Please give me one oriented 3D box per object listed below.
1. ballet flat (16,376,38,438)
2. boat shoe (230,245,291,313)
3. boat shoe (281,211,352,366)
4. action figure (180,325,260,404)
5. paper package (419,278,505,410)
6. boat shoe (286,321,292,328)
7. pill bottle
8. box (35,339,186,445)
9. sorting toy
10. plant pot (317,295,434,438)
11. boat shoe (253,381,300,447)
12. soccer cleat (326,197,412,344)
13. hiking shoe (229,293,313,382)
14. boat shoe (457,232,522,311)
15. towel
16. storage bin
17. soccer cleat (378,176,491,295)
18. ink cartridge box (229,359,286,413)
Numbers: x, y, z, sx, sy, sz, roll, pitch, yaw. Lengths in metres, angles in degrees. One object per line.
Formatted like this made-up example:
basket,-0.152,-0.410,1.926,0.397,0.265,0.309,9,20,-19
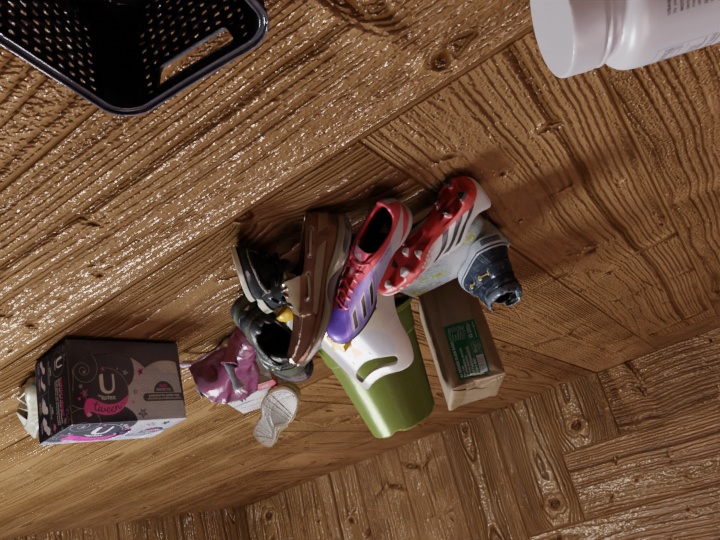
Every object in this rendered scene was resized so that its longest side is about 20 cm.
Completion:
ballet flat,-0.556,0.228,1.147,0.061,0.069,0.200,24,138,-17
boat shoe,-0.121,0.008,0.899,0.064,0.076,0.200,-18,158,0
boat shoe,-0.070,0.020,0.862,0.070,0.206,0.076,14,-175,-17
action figure,-0.203,0.138,1.151,0.133,0.149,0.202,-19,148,-50
paper package,0.180,0.132,1.232,0.101,0.205,0.191,-16,157,0
boat shoe,-0.046,0.068,1.094,0.198,0.074,0.061,-33,170,40
pill bottle,0.246,-0.233,0.541,0.194,0.116,0.114,-17,158,0
box,-0.391,0.192,1.058,0.113,0.136,0.197,-30,155,35
sorting toy,-0.012,0.085,0.984,0.199,0.181,0.107,-36,-175,39
plant pot,0.040,0.172,1.150,0.196,0.194,0.200,-26,-178,1
boat shoe,-0.161,0.276,1.344,0.065,0.071,0.201,-46,172,-47
soccer cleat,0.000,0.000,0.859,0.204,0.067,0.073,-63,159,7
hiking shoe,-0.127,0.125,1.037,0.075,0.101,0.201,-41,130,-6
boat shoe,0.196,0.025,1.020,0.069,0.093,0.201,-17,160,0
towel,0.116,-0.024,1.031,0.197,0.049,0.170,-27,159,24
storage bin,-0.156,-0.194,0.376,0.132,0.096,0.199,-23,158,17
soccer cleat,0.096,-0.039,0.900,0.084,0.069,0.201,17,119,-47
ink cartridge box,-0.212,0.233,1.366,0.113,0.069,0.201,-18,158,1
